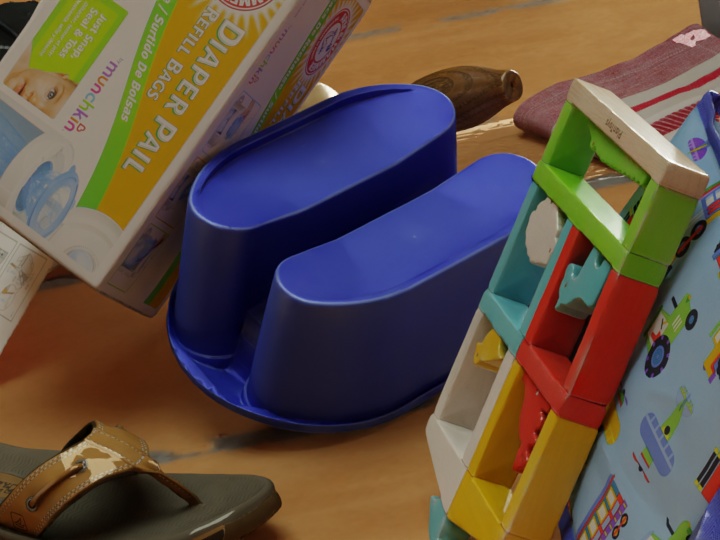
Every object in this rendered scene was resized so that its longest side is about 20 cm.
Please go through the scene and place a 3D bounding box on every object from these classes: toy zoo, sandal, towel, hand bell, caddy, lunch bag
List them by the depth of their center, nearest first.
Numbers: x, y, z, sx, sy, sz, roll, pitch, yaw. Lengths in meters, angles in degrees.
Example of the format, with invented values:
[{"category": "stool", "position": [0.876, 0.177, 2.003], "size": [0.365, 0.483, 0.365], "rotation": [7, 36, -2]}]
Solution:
[{"category": "lunch bag", "position": [0.133, 0.050, 1.000], "size": [0.094, 0.151, 0.200], "rotation": [27, 29, -9]}, {"category": "toy zoo", "position": [0.074, 0.032, 1.053], "size": [0.020, 0.201, 0.131], "rotation": [18, 13, -17]}, {"category": "sandal", "position": [-0.127, 0.093, 1.149], "size": [0.199, 0.055, 0.082], "rotation": [9, 31, 38]}, {"category": "caddy", "position": [0.000, 0.000, 1.244], "size": [0.199, 0.106, 0.141], "rotation": [-27, 53, -32]}, {"category": "hand bell", "position": [0.003, -0.078, 1.343], "size": [0.199, 0.105, 0.104], "rotation": [-12, 18, 44]}, {"category": "towel", "position": [0.199, -0.090, 1.449], "size": [0.143, 0.023, 0.200], "rotation": [-25, 28, -27]}]

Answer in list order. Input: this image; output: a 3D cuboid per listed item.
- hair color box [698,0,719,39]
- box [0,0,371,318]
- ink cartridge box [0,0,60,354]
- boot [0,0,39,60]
[{"category": "hair color box", "position": [0.311, -0.172, 1.532], "size": [0.199, 0.061, 0.099], "rotation": [5, 29, 33]}, {"category": "box", "position": [-0.099, -0.094, 1.266], "size": [0.112, 0.201, 0.101], "rotation": [34, -1, 14]}, {"category": "ink cartridge box", "position": [-0.171, -0.041, 1.395], "size": [0.057, 0.201, 0.162], "rotation": [25, 0, -35]}, {"category": "boot", "position": [-0.257, -0.121, 1.654], "size": [0.197, 0.074, 0.162], "rotation": [-11, 25, -18]}]
